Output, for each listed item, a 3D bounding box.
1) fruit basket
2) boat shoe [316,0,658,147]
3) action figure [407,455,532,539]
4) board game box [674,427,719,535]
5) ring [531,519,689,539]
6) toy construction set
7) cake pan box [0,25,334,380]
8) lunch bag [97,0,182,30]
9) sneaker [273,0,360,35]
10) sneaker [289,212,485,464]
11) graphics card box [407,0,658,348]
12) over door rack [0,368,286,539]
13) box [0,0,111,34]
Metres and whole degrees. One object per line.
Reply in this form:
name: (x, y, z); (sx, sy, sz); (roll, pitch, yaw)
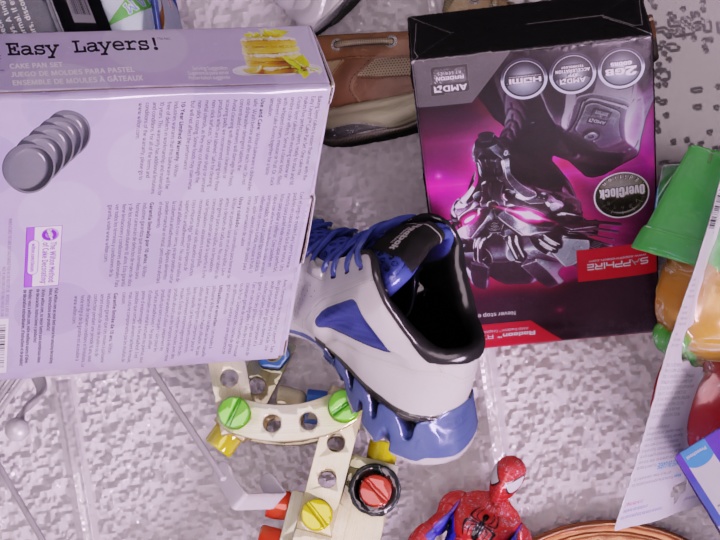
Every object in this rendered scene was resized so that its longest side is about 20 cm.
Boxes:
fruit basket: (0.186, 0.034, 0.954); (0.094, 0.185, 0.200); (24, 99, 26)
boat shoe: (0.064, -0.122, 0.995); (0.200, 0.076, 0.074); (-12, 90, 3)
action figure: (0.040, 0.194, 0.994); (0.065, 0.099, 0.200); (27, 90, 12)
board game box: (0.251, 0.111, 0.942); (0.134, 0.200, 0.045); (-33, 59, 5)
ring: (0.146, 0.244, 1.044); (0.200, 0.019, 0.201); (0, 95, 3)
toy construction set: (-0.048, 0.137, 1.010); (0.131, 0.092, 0.200); (14, 96, 0)
cake pan box: (-0.117, -0.025, 0.860); (0.184, 0.052, 0.200); (-4, 136, -15)
lunch bag: (-0.195, -0.091, 1.012); (0.200, 0.076, 0.161); (-9, 96, 3)
sneaker: (0.014, -0.225, 0.992); (0.080, 0.070, 0.200); (45, 96, 2)
sneaker: (0.001, 0.001, 0.961); (0.199, 0.081, 0.115); (41, 138, 21)
graphics card box: (0.096, -0.048, 0.960); (0.125, 0.051, 0.200); (-5, 127, 4)
over door rack: (-0.156, 0.103, 0.984); (0.200, 0.067, 0.148); (47, 116, 18)
box: (-0.237, -0.109, 0.899); (0.200, 0.148, 0.107); (-20, 97, 4)
